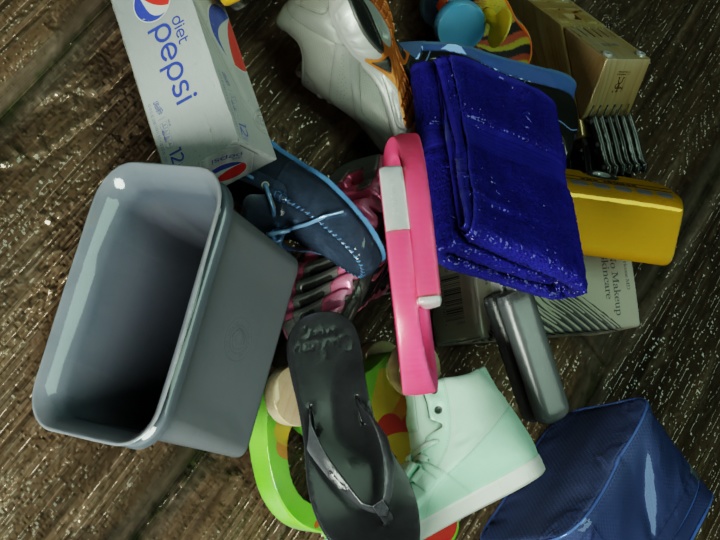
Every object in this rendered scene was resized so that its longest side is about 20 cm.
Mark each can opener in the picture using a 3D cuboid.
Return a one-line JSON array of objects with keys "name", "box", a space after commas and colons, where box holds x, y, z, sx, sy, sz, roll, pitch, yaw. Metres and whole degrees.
[{"name": "can opener", "box": [0.137, 0.028, 1.301, 0.066, 0.053, 0.202, -15, 93, -18]}]

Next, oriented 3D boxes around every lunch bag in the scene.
[{"name": "lunch bag", "box": [0.209, 0.227, 1.348, 0.133, 0.135, 0.200, 50, 56, -16]}]

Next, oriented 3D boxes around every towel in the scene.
[{"name": "towel", "box": [0.115, -0.080, 1.254, 0.146, 0.050, 0.202, 15, 51, -26]}]

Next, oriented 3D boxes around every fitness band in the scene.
[{"name": "fitness band", "box": [0.039, -0.006, 1.182, 0.037, 0.144, 0.202, -5, 72, 1]}]

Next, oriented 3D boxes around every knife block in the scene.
[{"name": "knife block", "box": [0.196, -0.148, 1.486, 0.064, 0.177, 0.200, -5, 37, -39]}]

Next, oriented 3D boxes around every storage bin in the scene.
[{"name": "storage bin", "box": [-0.137, 0.041, 1.135, 0.134, 0.144, 0.202, 32, 69, -51]}]

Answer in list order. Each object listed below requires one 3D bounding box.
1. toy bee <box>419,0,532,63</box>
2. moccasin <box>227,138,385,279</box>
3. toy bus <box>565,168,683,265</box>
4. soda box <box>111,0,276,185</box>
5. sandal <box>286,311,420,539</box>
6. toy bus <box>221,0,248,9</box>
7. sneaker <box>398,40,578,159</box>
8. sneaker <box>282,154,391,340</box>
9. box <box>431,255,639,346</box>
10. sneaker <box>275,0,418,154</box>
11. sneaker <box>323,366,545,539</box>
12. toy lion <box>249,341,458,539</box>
[{"name": "toy bee", "box": [0.101, -0.249, 1.383, 0.200, 0.109, 0.131, 31, 21, -52]}, {"name": "moccasin", "box": [-0.069, -0.049, 1.209, 0.199, 0.081, 0.068, 36, 64, 25]}, {"name": "toy bus", "box": [0.178, -0.054, 1.378, 0.198, 0.078, 0.066, 7, 107, -10]}, {"name": "soda box", "box": [-0.133, -0.164, 1.180, 0.063, 0.068, 0.202, 22, 45, -64]}, {"name": "sandal", "box": [-0.011, 0.129, 1.156, 0.075, 0.043, 0.202, -18, 81, -13]}, {"name": "toy bus", "box": [-0.064, -0.268, 1.239, 0.079, 0.065, 0.200, 65, 23, -10]}, {"name": "sneaker", "box": [0.101, -0.146, 1.369, 0.198, 0.070, 0.079, 8, 67, -13]}, {"name": "sneaker", "box": [0.000, 0.000, 1.280, 0.096, 0.078, 0.201, 52, 44, -34]}, {"name": "box", "box": [0.157, 0.021, 1.400, 0.198, 0.068, 0.083, -4, 83, -37]}, {"name": "sneaker", "box": [-0.002, -0.159, 1.307, 0.201, 0.091, 0.076, 63, 33, -31]}, {"name": "sneaker", "box": [0.036, 0.151, 1.221, 0.199, 0.074, 0.119, -26, 84, -19]}, {"name": "toy lion", "box": [0.002, 0.160, 1.260, 0.199, 0.068, 0.194, -8, 92, -38]}]
